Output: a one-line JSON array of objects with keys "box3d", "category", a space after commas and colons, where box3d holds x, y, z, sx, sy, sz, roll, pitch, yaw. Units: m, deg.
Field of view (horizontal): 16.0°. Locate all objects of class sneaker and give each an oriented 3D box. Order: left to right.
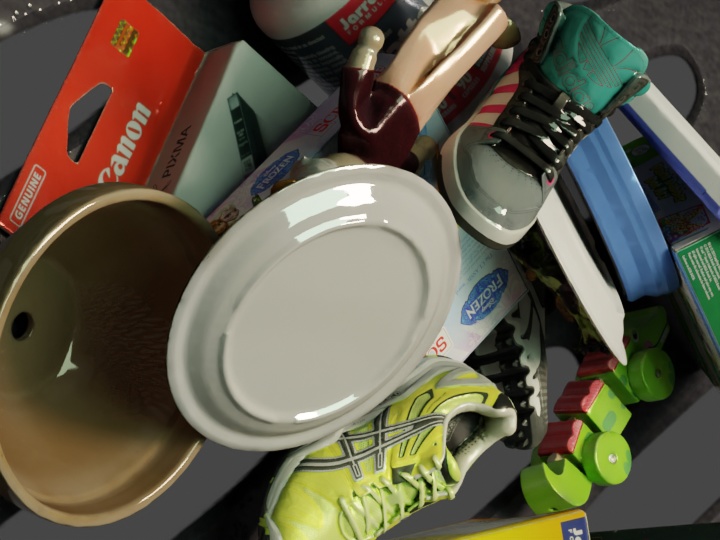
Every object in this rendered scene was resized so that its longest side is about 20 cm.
[{"box3d": [0.016, 0.125, 1.601, 0.200, 0.076, 0.076, -43, 126, -26], "category": "sneaker"}, {"box3d": [0.109, 0.023, 1.796, 0.090, 0.066, 0.201, -17, 92, -41], "category": "sneaker"}, {"box3d": [0.121, -0.101, 1.590, 0.083, 0.121, 0.200, 37, 34, -7], "category": "sneaker"}]

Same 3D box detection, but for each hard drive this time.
[{"box3d": [0.225, -0.085, 1.784, 0.132, 0.025, 0.200, 34, 15, -51], "category": "hard drive"}]

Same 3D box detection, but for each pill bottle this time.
[{"box3d": [-0.003, -0.180, 1.693, 0.200, 0.119, 0.120, 42, 57, -29], "category": "pill bottle"}]

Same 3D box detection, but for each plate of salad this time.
[{"box3d": [-0.030, 0.019, 1.520, 0.199, 0.048, 0.201, -21, 133, -24], "category": "plate of salad"}, {"box3d": [0.125, -0.022, 1.725, 0.201, 0.048, 0.200, 61, 9, -16], "category": "plate of salad"}]

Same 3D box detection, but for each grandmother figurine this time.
[{"box3d": [0.021, -0.100, 1.576, 0.200, 0.060, 0.121, -54, 132, -22], "category": "grandmother figurine"}]

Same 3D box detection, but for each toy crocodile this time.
[{"box3d": [0.169, 0.098, 1.838, 0.062, 0.067, 0.200, 49, 54, -25], "category": "toy crocodile"}]

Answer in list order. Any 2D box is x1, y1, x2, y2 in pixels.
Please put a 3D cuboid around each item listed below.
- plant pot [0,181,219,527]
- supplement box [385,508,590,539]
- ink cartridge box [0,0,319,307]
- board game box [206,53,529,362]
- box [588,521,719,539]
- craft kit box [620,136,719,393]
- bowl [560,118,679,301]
[{"box3d": [-0.171, 0.041, 1.495, 0.200, 0.092, 0.202, -21, 119, -44], "category": "plant pot"}, {"box3d": [0.053, 0.228, 1.679, 0.199, 0.109, 0.110, -7, 87, -43], "category": "supplement box"}, {"box3d": [-0.119, -0.063, 1.617, 0.173, 0.043, 0.201, 41, 58, -32], "category": "ink cartridge box"}, {"box3d": [0.000, 0.000, 1.642, 0.200, 0.041, 0.200, -45, 124, -26], "category": "board game box"}, {"box3d": [0.190, 0.245, 1.741, 0.038, 0.199, 0.137, 30, 64, -34], "category": "box"}, {"box3d": [0.254, 0.023, 1.848, 0.048, 0.198, 0.201, -27, 114, -1], "category": "craft kit box"}, {"box3d": [0.163, -0.069, 1.799, 0.039, 0.201, 0.201, -26, 105, 2], "category": "bowl"}]
